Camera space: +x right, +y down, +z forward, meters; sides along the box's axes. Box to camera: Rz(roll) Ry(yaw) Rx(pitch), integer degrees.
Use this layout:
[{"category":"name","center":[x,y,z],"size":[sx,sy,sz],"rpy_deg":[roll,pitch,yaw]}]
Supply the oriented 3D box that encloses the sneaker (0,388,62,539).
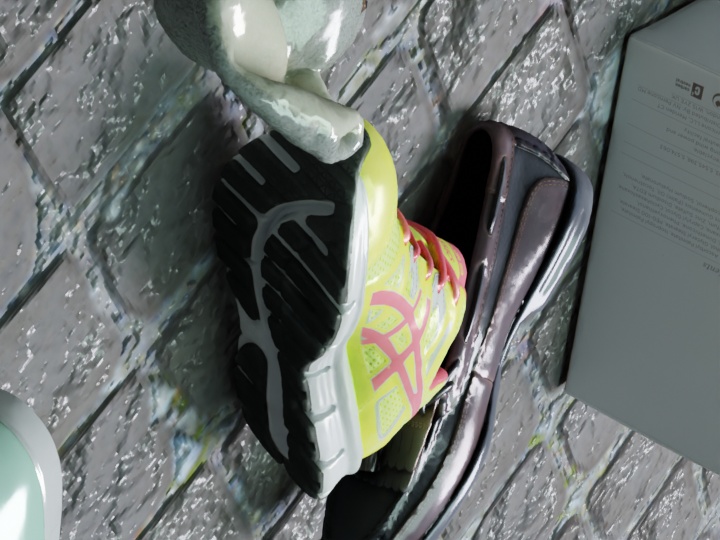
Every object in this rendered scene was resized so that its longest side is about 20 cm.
[{"category":"sneaker","center":[-0.153,0.150,0.980],"size":[0.118,0.074,0.201],"rpy_deg":[-40,135,-46]}]

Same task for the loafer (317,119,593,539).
[{"category":"loafer","center":[0.027,0.030,1.198],"size":[0.063,0.072,0.201],"rpy_deg":[36,77,-42]}]

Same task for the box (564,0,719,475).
[{"category":"box","center":[0.183,-0.026,1.356],"size":[0.124,0.097,0.201],"rpy_deg":[-30,138,-45]}]

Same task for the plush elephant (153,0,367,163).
[{"category":"plush elephant","center":[-0.020,-0.124,0.880],"size":[0.199,0.165,0.155],"rpy_deg":[-28,132,-2]}]

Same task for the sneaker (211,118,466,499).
[{"category":"sneaker","center":[0.000,0.000,1.088],"size":[0.090,0.078,0.200],"rpy_deg":[-29,151,-21]}]
